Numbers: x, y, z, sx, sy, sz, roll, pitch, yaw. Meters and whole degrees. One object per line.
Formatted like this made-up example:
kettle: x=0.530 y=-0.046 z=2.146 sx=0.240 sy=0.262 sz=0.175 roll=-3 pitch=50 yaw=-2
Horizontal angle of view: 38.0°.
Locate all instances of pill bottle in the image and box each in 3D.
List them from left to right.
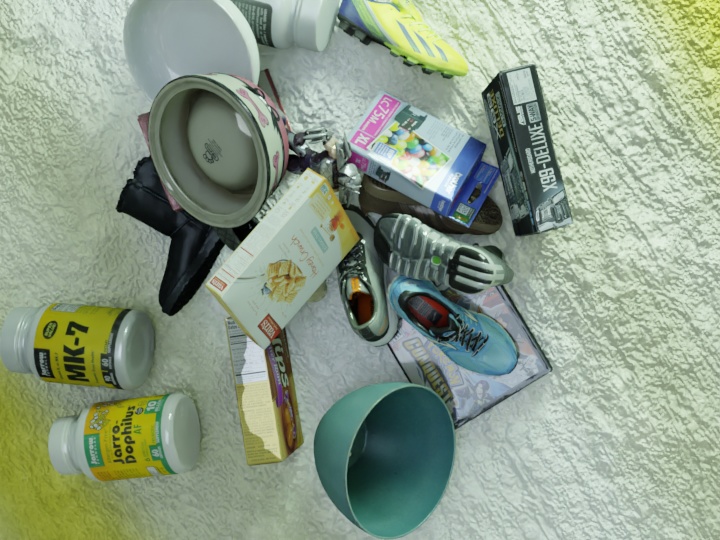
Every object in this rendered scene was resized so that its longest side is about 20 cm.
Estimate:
pill bottle: x=-0.408 y=0.107 z=1.510 sx=0.196 sy=0.114 sz=0.117 roll=3 pitch=94 yaw=12
pill bottle: x=-0.340 y=0.242 z=1.503 sx=0.196 sy=0.113 sz=0.115 roll=-7 pitch=92 yaw=13
pill bottle: x=-0.135 y=-0.367 z=1.420 sx=0.197 sy=0.114 sz=0.116 roll=17 pitch=97 yaw=11

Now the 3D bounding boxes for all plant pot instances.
plant pot: x=0.013 y=0.241 z=1.403 sx=0.134 sy=0.198 sz=0.204 roll=9 pitch=97 yaw=48

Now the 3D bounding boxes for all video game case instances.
video game case: x=0.136 y=0.096 z=1.434 sx=0.179 sy=0.025 sz=0.202 roll=-32 pitch=86 yaw=12

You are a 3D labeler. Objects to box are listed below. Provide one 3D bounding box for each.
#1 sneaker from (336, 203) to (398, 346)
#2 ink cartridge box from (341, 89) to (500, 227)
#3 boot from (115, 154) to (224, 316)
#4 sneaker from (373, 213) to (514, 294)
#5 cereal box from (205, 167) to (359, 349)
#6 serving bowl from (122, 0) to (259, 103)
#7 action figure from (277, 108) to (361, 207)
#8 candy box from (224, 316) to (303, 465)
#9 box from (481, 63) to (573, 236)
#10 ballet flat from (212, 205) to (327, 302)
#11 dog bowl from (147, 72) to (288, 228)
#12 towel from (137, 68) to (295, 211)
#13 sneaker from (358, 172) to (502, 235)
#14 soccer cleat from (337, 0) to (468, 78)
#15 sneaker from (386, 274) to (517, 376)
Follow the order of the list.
sneaker: x=0.000 y=0.000 z=1.421 sx=0.073 sy=0.079 sz=0.203 roll=-20 pitch=72 yaw=18
ink cartridge box: x=0.084 y=-0.151 z=1.390 sx=0.198 sy=0.042 sz=0.120 roll=30 pitch=56 yaw=7
boot: x=-0.277 y=-0.059 z=1.492 sx=0.161 sy=0.073 sz=0.200 roll=33 pitch=92 yaw=6
sneaker: x=0.116 y=-0.017 z=1.377 sx=0.199 sy=0.115 sz=0.076 roll=28 pitch=107 yaw=37
cereal box: x=-0.095 y=-0.012 z=1.337 sx=0.039 sy=0.144 sz=0.201 roll=31 pitch=75 yaw=33
serving bowl: x=-0.214 y=-0.292 z=1.388 sx=0.197 sy=0.066 sz=0.203 roll=15 pitch=127 yaw=20
action figure: x=-0.077 y=-0.147 z=1.383 sx=0.198 sy=0.069 sz=0.132 roll=28 pitch=131 yaw=26
candy box: x=-0.132 y=0.156 z=1.451 sx=0.055 sy=0.117 sz=0.204 roll=-7 pitch=91 yaw=12
box: x=0.209 y=-0.148 z=1.333 sx=0.049 sy=0.158 sz=0.204 roll=-14 pitch=91 yaw=-2
ballet flat: x=-0.127 y=-0.019 z=1.447 sx=0.199 sy=0.057 sz=0.067 roll=38 pitch=86 yaw=-15
dog bowl: x=-0.177 y=-0.162 z=1.349 sx=0.197 sy=0.074 sz=0.203 roll=17 pitch=123 yaw=27
towel: x=-0.195 y=-0.183 z=1.459 sx=0.197 sy=0.023 sz=0.146 roll=-22 pitch=85 yaw=-9
sneaker: x=0.093 y=-0.084 z=1.419 sx=0.197 sy=0.071 sz=0.076 roll=19 pitch=140 yaw=1
soccer cleat: x=0.062 y=-0.324 z=1.405 sx=0.198 sy=0.065 sz=0.085 roll=29 pitch=97 yaw=10
sneaker: x=0.119 y=0.082 z=1.371 sx=0.198 sy=0.090 sz=0.079 roll=32 pitch=100 yaw=-6
